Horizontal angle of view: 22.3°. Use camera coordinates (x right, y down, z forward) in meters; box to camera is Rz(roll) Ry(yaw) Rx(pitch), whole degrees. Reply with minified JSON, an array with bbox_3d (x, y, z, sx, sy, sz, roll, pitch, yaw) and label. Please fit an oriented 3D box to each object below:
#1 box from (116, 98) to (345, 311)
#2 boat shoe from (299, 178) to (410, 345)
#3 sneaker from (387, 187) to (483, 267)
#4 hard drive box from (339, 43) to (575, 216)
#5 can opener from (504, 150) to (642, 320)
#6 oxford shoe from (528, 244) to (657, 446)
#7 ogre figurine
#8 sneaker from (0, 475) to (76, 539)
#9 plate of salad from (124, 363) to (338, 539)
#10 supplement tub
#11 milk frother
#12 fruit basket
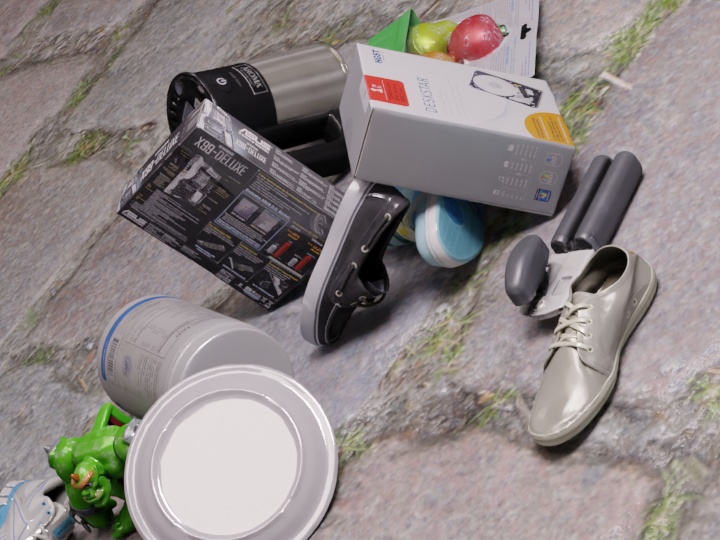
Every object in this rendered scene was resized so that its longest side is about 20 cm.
[{"bbox_3d":[-0.126,-0.064,1.879,0.158,0.200,0.050,-43,22,37],"label":"box"},{"bbox_3d":[0.000,0.000,1.759,0.070,0.066,0.200,-28,-35,-55],"label":"boat shoe"},{"bbox_3d":[0.051,-0.043,1.802,0.130,0.080,0.200,-26,22,22],"label":"sneaker"},{"bbox_3d":[0.089,-0.136,1.753,0.156,0.200,0.077,-102,24,-59],"label":"hard drive box"},{"bbox_3d":[0.188,-0.040,1.633,0.053,0.067,0.200,-7,43,45],"label":"can opener"},{"bbox_3d":[0.184,0.058,1.513,0.075,0.058,0.200,-3,48,46],"label":"oxford shoe"},{"bbox_3d":[-0.224,0.196,1.755,0.200,0.120,0.098,3,50,53],"label":"ogre figurine"},{"bbox_3d":[-0.331,0.273,1.834,0.087,0.075,0.200,-22,33,21],"label":"sneaker"},{"bbox_3d":[-0.115,0.182,1.653,0.200,0.048,0.200,-5,66,11],"label":"plate of salad"},{"bbox_3d":[-0.166,0.101,1.805,0.132,0.132,0.200,-49,30,-15],"label":"supplement tub"},{"bbox_3d":[-0.115,-0.140,2.100,0.188,0.181,0.200,-17,-19,-33],"label":"milk frother"},{"bbox_3d":[0.105,-0.229,2.014,0.200,0.094,0.185,-13,37,17],"label":"fruit basket"}]
